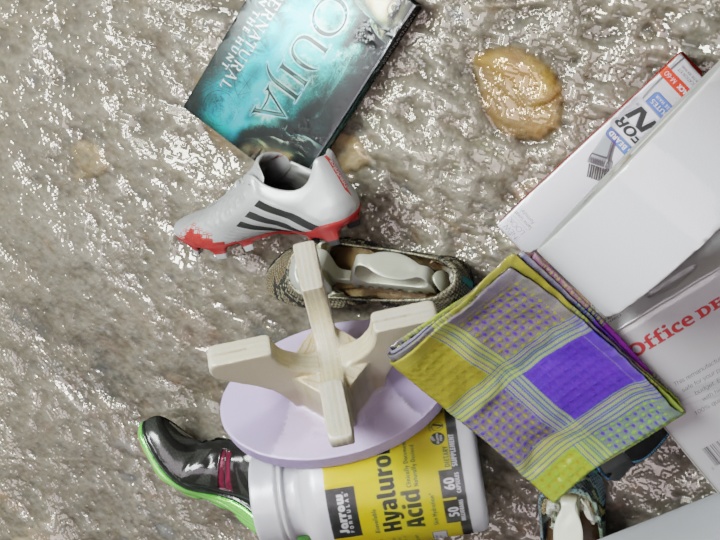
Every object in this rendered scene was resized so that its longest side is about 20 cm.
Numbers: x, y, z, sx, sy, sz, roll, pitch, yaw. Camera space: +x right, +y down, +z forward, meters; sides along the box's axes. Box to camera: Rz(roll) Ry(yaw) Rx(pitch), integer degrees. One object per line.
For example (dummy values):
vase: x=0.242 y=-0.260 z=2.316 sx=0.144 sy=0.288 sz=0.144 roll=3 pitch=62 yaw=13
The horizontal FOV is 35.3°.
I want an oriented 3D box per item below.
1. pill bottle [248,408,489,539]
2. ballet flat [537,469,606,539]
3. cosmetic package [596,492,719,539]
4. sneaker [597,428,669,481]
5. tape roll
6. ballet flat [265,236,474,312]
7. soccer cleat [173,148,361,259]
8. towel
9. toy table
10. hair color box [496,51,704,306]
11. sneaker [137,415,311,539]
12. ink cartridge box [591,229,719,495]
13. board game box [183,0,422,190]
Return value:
pill bottle: x=0.008 y=0.188 z=0.998 sx=0.200 sy=0.111 sz=0.111 roll=-10 pitch=98 yaw=5
ballet flat: x=0.186 y=0.267 z=1.002 sx=0.074 sy=0.074 sz=0.200 roll=-5 pitch=99 yaw=19
cosmetic package: x=0.287 y=0.239 z=0.916 sx=0.200 sy=0.102 sz=0.074 roll=-23 pitch=101 yaw=5
sneaker: x=0.188 y=0.079 z=0.972 sx=0.082 sy=0.073 sz=0.200 roll=-35 pitch=95 yaw=4
tape roll: x=0.217 y=-0.062 z=0.787 sx=0.071 sy=0.202 sz=0.202 roll=43 pitch=110 yaw=5
ballet flat: x=0.000 y=0.000 z=1.003 sx=0.200 sy=0.075 sz=0.068 roll=4 pitch=77 yaw=18
soccer cleat: x=-0.090 y=-0.062 z=1.006 sx=0.200 sy=0.069 sz=0.085 roll=-3 pitch=118 yaw=34
towel: x=0.132 y=0.084 z=0.853 sx=0.144 sy=0.023 sz=0.200 roll=-38 pitch=111 yaw=25
toy table: x=-0.027 y=0.081 z=0.936 sx=0.200 sy=0.117 sz=0.184 roll=-22 pitch=57 yaw=-5
hair color box: x=0.223 y=-0.069 z=0.926 sx=0.111 sy=0.064 sz=0.200 roll=46 pitch=111 yaw=3
sneaker: x=-0.119 y=0.187 z=1.087 sx=0.200 sy=0.077 sz=0.084 roll=28 pitch=101 yaw=1
ink cartridge box: x=0.297 y=0.070 z=0.888 sx=0.146 sy=0.083 sz=0.200 roll=-35 pitch=108 yaw=21
board game box: x=-0.054 y=-0.189 z=1.008 sx=0.135 sy=0.028 sz=0.200 roll=37 pitch=110 yaw=8
